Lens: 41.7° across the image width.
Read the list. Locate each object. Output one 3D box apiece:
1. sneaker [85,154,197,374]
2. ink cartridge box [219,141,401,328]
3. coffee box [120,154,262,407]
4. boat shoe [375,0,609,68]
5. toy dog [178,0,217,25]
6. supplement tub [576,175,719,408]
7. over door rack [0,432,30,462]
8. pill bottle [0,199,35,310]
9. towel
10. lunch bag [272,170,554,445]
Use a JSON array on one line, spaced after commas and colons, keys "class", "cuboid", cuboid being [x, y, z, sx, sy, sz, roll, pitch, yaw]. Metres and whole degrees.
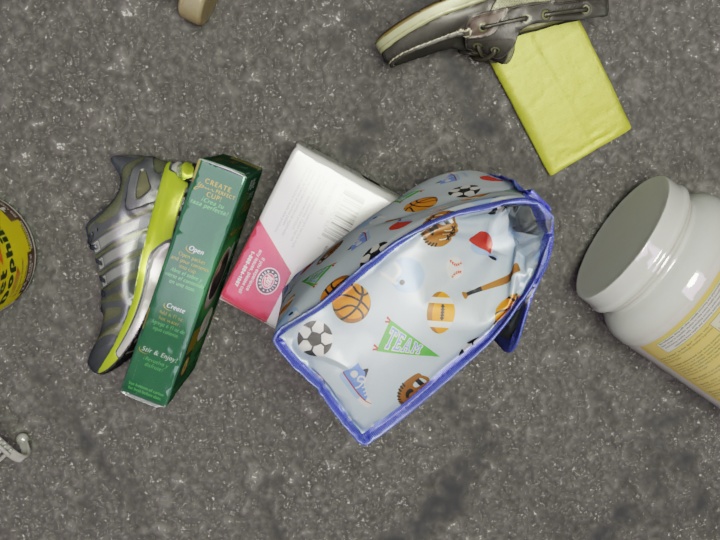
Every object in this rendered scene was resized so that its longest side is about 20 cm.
[{"class": "sneaker", "cuboid": [-0.204, -0.008, 0.828, 0.080, 0.074, 0.202, 19, 91, 2]}, {"class": "ink cartridge box", "cuboid": [0.000, 0.000, 0.822, 0.198, 0.083, 0.146, 28, 97, -7]}, {"class": "coffee box", "cuboid": [-0.139, 0.002, 0.801, 0.043, 0.123, 0.202, 20, 100, -2]}, {"class": "boat shoe", "cuboid": [0.112, -0.204, 0.784, 0.199, 0.072, 0.067, -22, 96, 2]}, {"class": "toy dog", "cuboid": [-0.140, -0.304, 0.761, 0.130, 0.096, 0.203, 5, 99, -3]}, {"class": "supplement tub", "cuboid": [0.300, 0.026, 0.805, 0.199, 0.145, 0.146, 33, 97, -7]}, {"class": "over door rack", "cuboid": [-0.415, 0.142, 0.833, 0.147, 0.067, 0.200, -41, 119, 5]}, {"class": "pill bottle", "cuboid": [-0.339, 0.000, 0.752, 0.108, 0.200, 0.111, 0, 100, -2]}, {"class": "towel", "cuboid": [0.156, -0.192, 0.831, 0.085, 0.018, 0.201, -29, 100, 9]}, {"class": "lunch bag", "cuboid": [0.046, 0.009, 0.696, 0.200, 0.170, 0.124, -41, 102, 4]}]
